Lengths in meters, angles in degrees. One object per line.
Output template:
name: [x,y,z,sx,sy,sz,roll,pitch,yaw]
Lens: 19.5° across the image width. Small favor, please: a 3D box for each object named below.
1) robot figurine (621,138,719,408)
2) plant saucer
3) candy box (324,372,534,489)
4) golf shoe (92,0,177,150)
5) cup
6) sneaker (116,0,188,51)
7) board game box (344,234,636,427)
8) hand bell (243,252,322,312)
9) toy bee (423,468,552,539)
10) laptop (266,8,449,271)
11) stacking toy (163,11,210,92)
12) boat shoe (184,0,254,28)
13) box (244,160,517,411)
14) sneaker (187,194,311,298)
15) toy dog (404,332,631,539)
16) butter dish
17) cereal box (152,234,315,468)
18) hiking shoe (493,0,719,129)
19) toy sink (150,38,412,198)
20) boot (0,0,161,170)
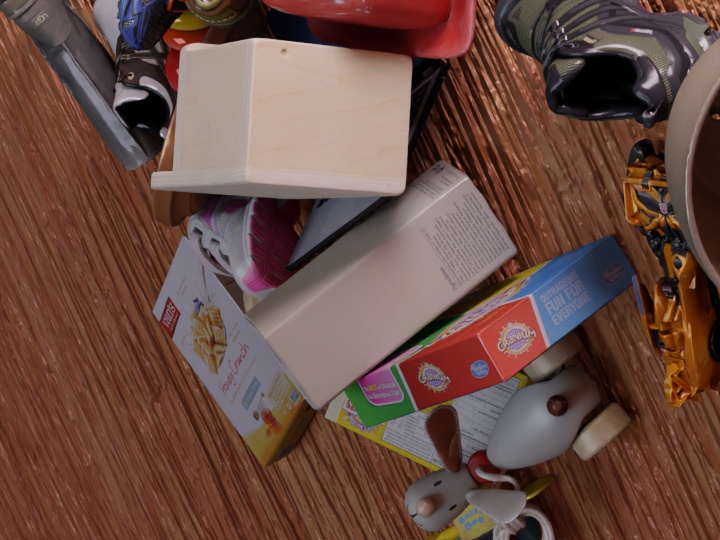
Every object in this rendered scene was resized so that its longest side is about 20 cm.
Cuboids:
robot figurine: [0.237,0.001,1.437,0.145,0.058,0.201,8,120,51]
plant saucer: [-0.120,-0.130,1.736,0.032,0.201,0.201,21,138,5]
candy box: [0.057,0.108,1.749,0.200,0.026,0.103,22,93,46]
golf shoe: [-0.195,-0.182,1.880,0.200,0.094,0.078,44,145,29]
cup: [0.261,-0.076,1.255,0.143,0.199,0.201,-130,23,-69]
sneaker: [-0.117,-0.247,1.662,0.078,0.075,0.200,46,104,12]
board game box: [0.095,0.048,1.583,0.040,0.153,0.200,58,147,-4]
hand bell: [0.000,0.000,1.764,0.200,0.104,0.105,-27,91,46]
toy bee: [0.113,0.218,1.724,0.200,0.109,0.131,41,99,17]
laptop: [-0.027,-0.134,1.664,0.116,0.201,0.187,31,151,-14]
stacking toy: [-0.147,-0.238,1.776,0.085,0.085,0.201,32,137,38]
boat shoe: [-0.085,-0.284,1.595,0.068,0.072,0.201,26,-105,-84]
box: [0.015,0.010,1.608,0.082,0.200,0.068,55,175,-23]
sneaker: [-0.099,-0.024,1.778,0.081,0.088,0.200,52,-168,-21]
toy dog: [0.115,0.137,1.609,0.132,0.096,0.201,33,103,15]
butter dish: [-0.021,-0.254,1.506,0.199,0.147,0.201,15,108,50]
cereal box: [-0.117,0.072,2.004,0.200,0.039,0.144,51,146,17]
hiking shoe: [0.149,-0.149,1.412,0.200,0.100,0.076,24,131,44]
toy sink: [-0.064,-0.114,1.584,0.200,0.130,0.113,-179,92,-64]
boot: [-0.257,-0.196,1.977,0.200,0.073,0.182,46,-167,-17]
